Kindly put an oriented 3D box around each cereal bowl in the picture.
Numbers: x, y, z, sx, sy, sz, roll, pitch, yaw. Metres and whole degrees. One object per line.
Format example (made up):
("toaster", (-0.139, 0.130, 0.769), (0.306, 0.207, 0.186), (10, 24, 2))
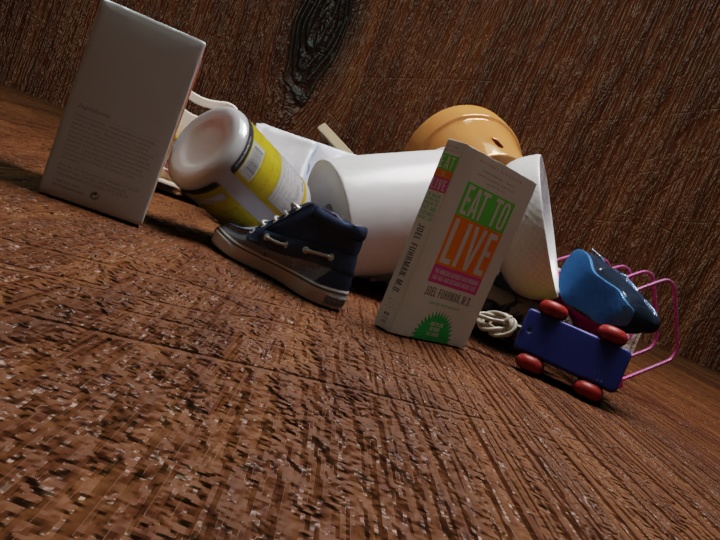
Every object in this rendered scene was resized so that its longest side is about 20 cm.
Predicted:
("cereal bowl", (0.220, -0.055, 0.949), (0.083, 0.201, 0.200), (-8, -5, 19))

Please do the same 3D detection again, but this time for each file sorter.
("file sorter", (0.361, 0.061, 1.038), (0.125, 0.140, 0.200), (-17, 19, -16))

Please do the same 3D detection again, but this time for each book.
("book", (0.099, -0.023, 0.734), (0.133, 0.201, 0.048), (15, 8, -47))

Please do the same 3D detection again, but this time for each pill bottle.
("pill bottle", (-0.131, -0.096, 0.842), (0.112, 0.112, 0.200), (26, -13, 40))

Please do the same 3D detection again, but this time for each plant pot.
("plant pot", (0.178, -0.141, 1.077), (0.199, 0.201, 0.140), (19, 21, -26))

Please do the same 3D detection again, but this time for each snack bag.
("snack bag", (-0.098, -0.124, 1.063), (0.199, 0.189, 0.021), (19, -22, 2))

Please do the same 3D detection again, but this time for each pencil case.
("pencil case", (0.200, 0.058, 0.985), (0.199, 0.078, 0.089), (20, 7, -20))

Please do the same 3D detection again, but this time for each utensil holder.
("utensil holder", (0.043, -0.080, 0.941), (0.199, 0.171, 0.170), (-6, 18, -24))

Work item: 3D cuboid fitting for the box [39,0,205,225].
("box", (-0.254, -0.168, 0.754), (0.106, 0.201, 0.152), (20, 7, -17))

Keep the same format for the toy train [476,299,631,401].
("toy train", (0.220, 0.085, 0.834), (0.199, 0.085, 0.116), (24, -4, 23))

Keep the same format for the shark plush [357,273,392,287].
("shark plush", (0.000, 0.000, 1.042), (0.083, 0.091, 0.200), (1, 12, 40))

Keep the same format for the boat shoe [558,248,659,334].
("boat shoe", (0.307, 0.036, 0.870), (0.068, 0.084, 0.200), (21, 23, -10))

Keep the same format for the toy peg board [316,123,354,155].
("toy peg board", (-0.028, -0.126, 1.259), (0.200, 0.098, 0.199), (51, -6, 37))

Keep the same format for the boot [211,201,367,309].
("boot", (-0.077, -0.037, 0.747), (0.199, 0.091, 0.073), (26, 7, 34))

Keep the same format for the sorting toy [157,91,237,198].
("sorting toy", (-0.289, -0.213, 1.156), (0.199, 0.181, 0.107), (19, 6, -34))

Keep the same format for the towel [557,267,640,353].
("towel", (0.387, 0.084, 1.175), (0.199, 0.133, 0.034), (21, 4, -10))

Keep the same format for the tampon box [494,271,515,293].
("tampon box", (0.190, 0.006, 1.189), (0.149, 0.127, 0.200), (19, 6, -23))
